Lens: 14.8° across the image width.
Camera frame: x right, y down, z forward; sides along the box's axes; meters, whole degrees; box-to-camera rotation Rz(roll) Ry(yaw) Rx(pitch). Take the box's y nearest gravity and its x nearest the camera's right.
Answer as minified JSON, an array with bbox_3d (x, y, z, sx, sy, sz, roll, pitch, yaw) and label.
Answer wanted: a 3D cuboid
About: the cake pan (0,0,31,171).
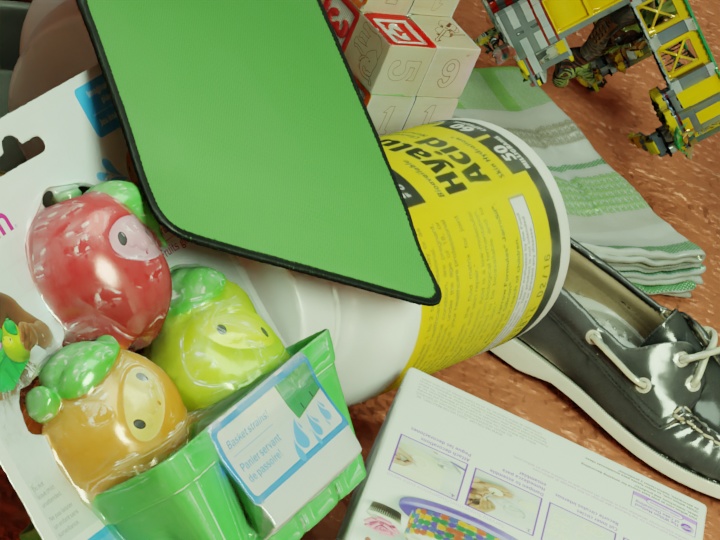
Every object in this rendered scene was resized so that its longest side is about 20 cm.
[{"bbox_3d":[-0.131,-0.060,1.315,0.200,0.037,0.200,20,28,-11],"label":"cake pan"}]

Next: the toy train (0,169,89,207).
[{"bbox_3d":[-0.183,-0.012,1.134,0.200,0.085,0.114,3,13,-39],"label":"toy train"}]

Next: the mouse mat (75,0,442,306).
[{"bbox_3d":[-0.050,-0.074,1.154,0.161,0.008,0.200,16,42,-42],"label":"mouse mat"}]

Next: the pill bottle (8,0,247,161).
[{"bbox_3d":[-0.092,-0.111,1.272,0.113,0.114,0.200,23,28,-4],"label":"pill bottle"}]

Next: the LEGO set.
[{"bbox_3d":[0.120,-0.134,1.566,0.154,0.116,0.200,61,3,-33],"label":"LEGO set"}]

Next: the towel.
[{"bbox_3d":[0.082,-0.057,1.493,0.149,0.031,0.200,3,35,-37],"label":"towel"}]

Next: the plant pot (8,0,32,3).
[{"bbox_3d":[-0.146,-0.217,1.428,0.140,0.200,0.200,-9,40,-24],"label":"plant pot"}]

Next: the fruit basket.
[{"bbox_3d":[-0.085,0.027,1.059,0.185,0.094,0.200,-37,104,-55],"label":"fruit basket"}]

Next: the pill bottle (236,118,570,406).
[{"bbox_3d":[0.000,0.000,1.240,0.111,0.111,0.200,37,30,22],"label":"pill bottle"}]

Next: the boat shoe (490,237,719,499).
[{"bbox_3d":[0.137,0.042,1.334,0.200,0.060,0.074,35,28,17],"label":"boat shoe"}]

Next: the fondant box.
[{"bbox_3d":[0.058,0.134,1.114,0.144,0.058,0.200,25,27,-1],"label":"fondant box"}]

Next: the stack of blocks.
[{"bbox_3d":[0.003,-0.128,1.367,0.058,0.200,0.115,1,35,-39],"label":"stack of blocks"}]
